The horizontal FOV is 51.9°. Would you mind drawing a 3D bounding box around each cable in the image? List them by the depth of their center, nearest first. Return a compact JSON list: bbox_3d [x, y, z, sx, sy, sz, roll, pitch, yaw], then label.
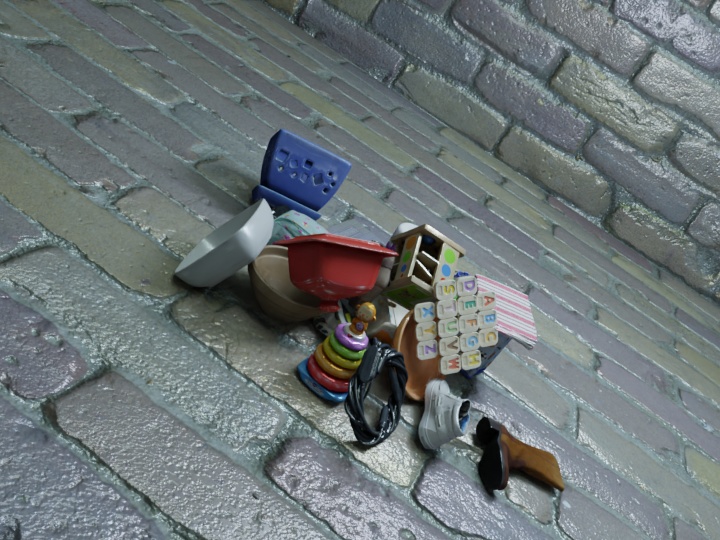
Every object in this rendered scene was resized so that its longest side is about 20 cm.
[{"bbox_3d":[0.032,0.239,1.403,0.163,0.051,0.201,51,46,-47],"label":"cable"}]

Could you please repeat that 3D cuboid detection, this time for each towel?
[{"bbox_3d":[0.326,0.091,1.695,0.146,0.030,0.200,24,31,-10],"label":"towel"}]

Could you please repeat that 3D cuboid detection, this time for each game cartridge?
[{"bbox_3d":[-0.024,-0.074,1.964,0.129,0.038,0.200,35,27,15],"label":"game cartridge"}]

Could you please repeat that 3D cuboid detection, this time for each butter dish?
[{"bbox_3d":[-0.056,0.010,1.478,0.199,0.148,0.199,9,-5,-32],"label":"butter dish"}]

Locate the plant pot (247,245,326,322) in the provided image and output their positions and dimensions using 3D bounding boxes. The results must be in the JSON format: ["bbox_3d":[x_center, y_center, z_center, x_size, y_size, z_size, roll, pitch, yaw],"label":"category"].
[{"bbox_3d":[-0.156,0.043,1.563,0.200,0.093,0.201,25,29,-14],"label":"plant pot"}]

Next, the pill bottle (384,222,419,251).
[{"bbox_3d":[0.092,-0.006,1.783,0.112,0.200,0.112,24,28,-14],"label":"pill bottle"}]

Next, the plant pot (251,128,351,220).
[{"bbox_3d":[-0.162,-0.223,1.859,0.199,0.180,0.200,26,-4,-13],"label":"plant pot"}]

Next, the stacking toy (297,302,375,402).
[{"bbox_3d":[-0.024,0.142,1.413,0.116,0.200,0.110,38,27,15],"label":"stacking toy"}]

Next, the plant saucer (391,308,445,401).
[{"bbox_3d":[0.123,0.176,1.575,0.037,0.201,0.200,-2,3,38],"label":"plant saucer"}]

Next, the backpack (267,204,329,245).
[{"bbox_3d":[-0.142,-0.061,1.716,0.200,0.127,0.167,38,24,4],"label":"backpack"}]

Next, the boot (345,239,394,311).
[{"bbox_3d":[0.000,0.000,1.618,0.070,0.147,0.200,24,8,-38],"label":"boot"}]

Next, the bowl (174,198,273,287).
[{"bbox_3d":[-0.265,-0.047,1.514,0.075,0.199,0.200,53,23,-15],"label":"bowl"}]

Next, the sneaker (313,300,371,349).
[{"bbox_3d":[-0.037,0.129,1.586,0.085,0.074,0.200,34,19,-42],"label":"sneaker"}]

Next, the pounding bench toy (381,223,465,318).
[{"bbox_3d":[0.163,0.010,1.632,0.200,0.124,0.156,31,62,-26],"label":"pounding bench toy"}]

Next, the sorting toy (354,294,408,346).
[{"bbox_3d":[0.088,0.130,1.677,0.180,0.107,0.200,29,27,-21],"label":"sorting toy"}]

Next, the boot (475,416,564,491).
[{"bbox_3d":[0.332,0.410,1.519,0.200,0.069,0.188,32,18,-15],"label":"boot"}]

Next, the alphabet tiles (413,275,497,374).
[{"bbox_3d":[0.204,0.115,1.557,0.195,0.201,0.015,-8,10,-21],"label":"alphabet tiles"}]

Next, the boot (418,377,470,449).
[{"bbox_3d":[0.182,0.279,1.496,0.074,0.095,0.200,58,25,-21],"label":"boot"}]

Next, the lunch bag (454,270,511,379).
[{"bbox_3d":[0.260,0.124,1.774,0.200,0.170,0.124,45,27,21],"label":"lunch bag"}]
